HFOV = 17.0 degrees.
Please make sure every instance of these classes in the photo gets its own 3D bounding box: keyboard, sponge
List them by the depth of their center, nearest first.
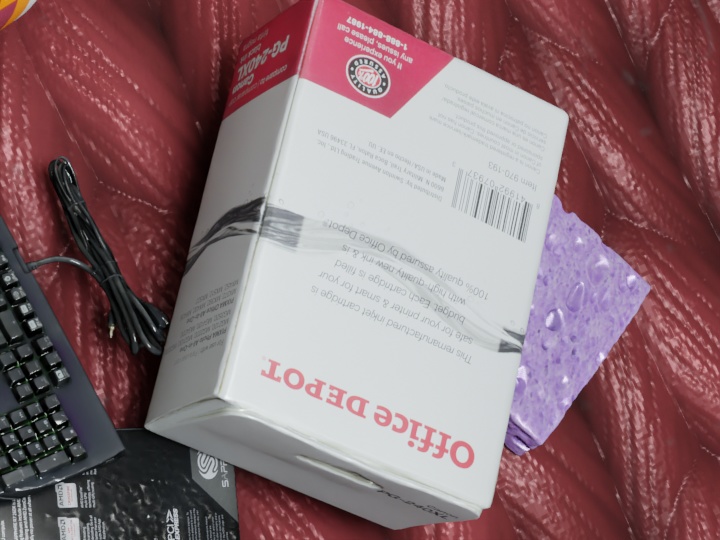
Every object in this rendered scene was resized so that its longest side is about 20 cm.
[{"bbox_3d":[-0.158,0.000,1.063,0.127,0.021,0.201,-21,72,-32],"label":"keyboard"},{"bbox_3d":[0.041,-0.016,1.182,0.200,0.030,0.112,42,63,-9],"label":"sponge"}]

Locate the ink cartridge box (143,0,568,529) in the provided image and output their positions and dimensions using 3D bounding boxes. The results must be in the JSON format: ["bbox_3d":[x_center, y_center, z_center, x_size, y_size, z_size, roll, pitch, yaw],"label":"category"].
[{"bbox_3d":[0.000,0.000,1.085,0.145,0.083,0.201,24,66,-25],"label":"ink cartridge box"}]

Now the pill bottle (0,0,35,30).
[{"bbox_3d":[-0.233,-0.117,1.011,0.113,0.113,0.200,53,48,-4],"label":"pill bottle"}]

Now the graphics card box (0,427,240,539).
[{"bbox_3d":[-0.149,0.133,1.046,0.199,0.051,0.126,-1,76,-23],"label":"graphics card box"}]
